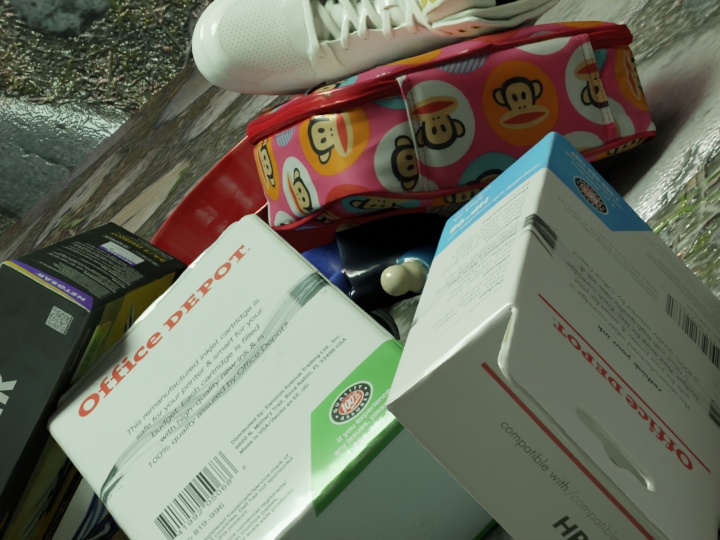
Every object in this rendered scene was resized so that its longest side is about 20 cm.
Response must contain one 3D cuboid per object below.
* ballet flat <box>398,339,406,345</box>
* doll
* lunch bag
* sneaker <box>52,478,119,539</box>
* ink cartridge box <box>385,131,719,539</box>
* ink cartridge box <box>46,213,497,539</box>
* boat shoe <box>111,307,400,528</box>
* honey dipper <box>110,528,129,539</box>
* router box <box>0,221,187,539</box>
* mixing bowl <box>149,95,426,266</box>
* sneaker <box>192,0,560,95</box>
[{"bbox_3d":[-0.035,0.112,1.161,0.200,0.067,0.064,-43,18,7],"label":"ballet flat"},{"bbox_3d":[0.000,0.000,1.286,0.200,0.048,0.136,-18,15,-3],"label":"doll"},{"bbox_3d":[0.044,-0.073,1.308,0.200,0.082,0.176,-14,-2,-21],"label":"lunch bag"},{"bbox_3d":[-0.175,0.154,1.410,0.081,0.147,0.200,9,52,21],"label":"sneaker"},{"bbox_3d":[0.078,0.043,0.900,0.067,0.116,0.200,-39,13,25],"label":"ink cartridge box"},{"bbox_3d":[-0.038,0.080,1.079,0.147,0.083,0.200,-45,35,-2],"label":"ink cartridge box"},{"bbox_3d":[-0.062,0.091,1.323,0.200,0.072,0.068,-34,13,14],"label":"boat shoe"},{"bbox_3d":[-0.137,0.108,1.322,0.038,0.038,0.200,-41,47,17],"label":"honey dipper"},{"bbox_3d":[-0.172,0.081,1.213,0.200,0.052,0.157,-63,-8,14],"label":"router box"},{"bbox_3d":[-0.032,-0.025,1.489,0.200,0.108,0.200,-41,14,13],"label":"mixing bowl"},{"bbox_3d":[0.014,-0.147,1.278,0.200,0.074,0.116,-12,-6,-16],"label":"sneaker"}]
